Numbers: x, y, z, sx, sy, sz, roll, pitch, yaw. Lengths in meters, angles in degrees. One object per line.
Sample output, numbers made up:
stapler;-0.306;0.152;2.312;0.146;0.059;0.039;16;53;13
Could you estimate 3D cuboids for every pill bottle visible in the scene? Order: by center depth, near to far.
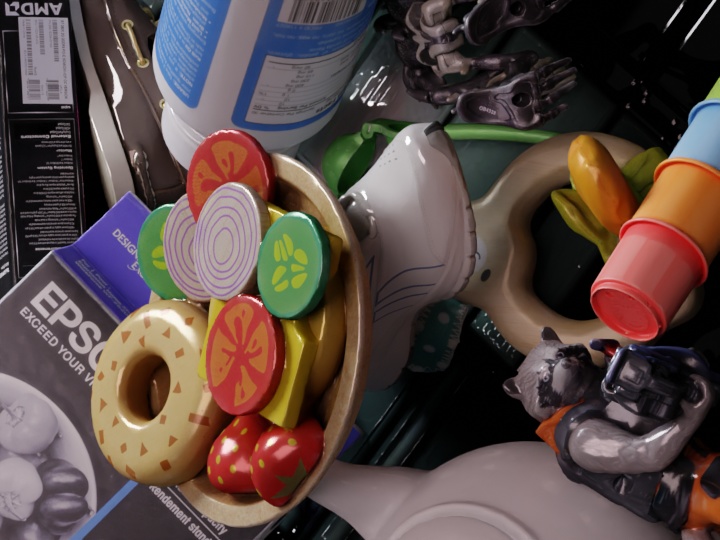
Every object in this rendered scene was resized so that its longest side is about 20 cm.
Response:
pill bottle;-0.053;-0.137;1.294;0.112;0.112;0.200;58;149;23

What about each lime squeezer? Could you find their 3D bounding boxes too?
lime squeezer;0.021;-0.055;1.325;0.200;0.038;0.071;-30;70;26

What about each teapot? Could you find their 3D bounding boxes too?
teapot;0.073;0.181;1.204;0.199;0.146;0.198;-6;82;31

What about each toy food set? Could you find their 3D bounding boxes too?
toy food set;-0.064;0.031;1.223;0.200;0.049;0.199;25;104;51

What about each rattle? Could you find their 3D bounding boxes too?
rattle;0.069;-0.001;1.234;0.199;0.143;0.131;-8;99;26

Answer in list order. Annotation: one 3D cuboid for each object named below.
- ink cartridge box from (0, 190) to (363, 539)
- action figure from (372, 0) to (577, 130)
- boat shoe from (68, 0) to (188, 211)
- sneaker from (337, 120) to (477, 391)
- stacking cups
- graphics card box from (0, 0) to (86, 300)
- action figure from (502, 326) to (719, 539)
ink cartridge box;-0.134;0.090;1.323;0.200;0.043;0.198;-45;88;-5
action figure;0.066;-0.135;1.267;0.200;0.102;0.119;-132;31;-67
boat shoe;-0.142;-0.122;1.423;0.059;0.072;0.201;-13;59;-10
sneaker;0.000;0.000;1.242;0.075;0.087;0.200;67;148;35
stacking cups;0.177;-0.047;1.150;0.060;0.061;0.200;16;59;33
graphics card box;-0.203;-0.059;1.425;0.125;0.051;0.201;149;117;-69
action figure;0.146;0.097;1.134;0.193;0.200;0.105;39;98;22
